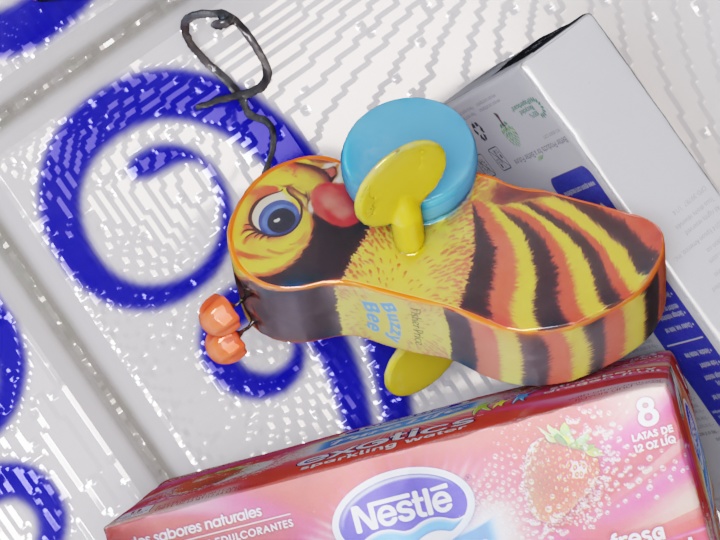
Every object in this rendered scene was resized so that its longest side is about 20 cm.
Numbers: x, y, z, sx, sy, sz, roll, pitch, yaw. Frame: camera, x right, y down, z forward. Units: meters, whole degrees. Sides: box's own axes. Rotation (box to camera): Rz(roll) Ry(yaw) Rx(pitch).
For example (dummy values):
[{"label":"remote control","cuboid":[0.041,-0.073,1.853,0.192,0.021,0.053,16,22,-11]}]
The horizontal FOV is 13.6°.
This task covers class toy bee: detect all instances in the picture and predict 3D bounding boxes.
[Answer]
[{"label":"toy bee","cuboid":[0.000,0.000,1.042,0.109,0.199,0.131,-54,134,-25]}]

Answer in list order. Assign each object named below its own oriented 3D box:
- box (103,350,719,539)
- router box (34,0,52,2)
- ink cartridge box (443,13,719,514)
[{"label":"box","cuboid":[0.024,0.100,1.035,0.199,0.100,0.096,-15,93,8]},{"label":"router box","cuboid":[-0.030,-0.184,1.094,0.198,0.051,0.150,-7,90,-11]},{"label":"ink cartridge box","cuboid":[0.110,0.006,1.086,0.039,0.099,0.201,-36,95,-18]}]
